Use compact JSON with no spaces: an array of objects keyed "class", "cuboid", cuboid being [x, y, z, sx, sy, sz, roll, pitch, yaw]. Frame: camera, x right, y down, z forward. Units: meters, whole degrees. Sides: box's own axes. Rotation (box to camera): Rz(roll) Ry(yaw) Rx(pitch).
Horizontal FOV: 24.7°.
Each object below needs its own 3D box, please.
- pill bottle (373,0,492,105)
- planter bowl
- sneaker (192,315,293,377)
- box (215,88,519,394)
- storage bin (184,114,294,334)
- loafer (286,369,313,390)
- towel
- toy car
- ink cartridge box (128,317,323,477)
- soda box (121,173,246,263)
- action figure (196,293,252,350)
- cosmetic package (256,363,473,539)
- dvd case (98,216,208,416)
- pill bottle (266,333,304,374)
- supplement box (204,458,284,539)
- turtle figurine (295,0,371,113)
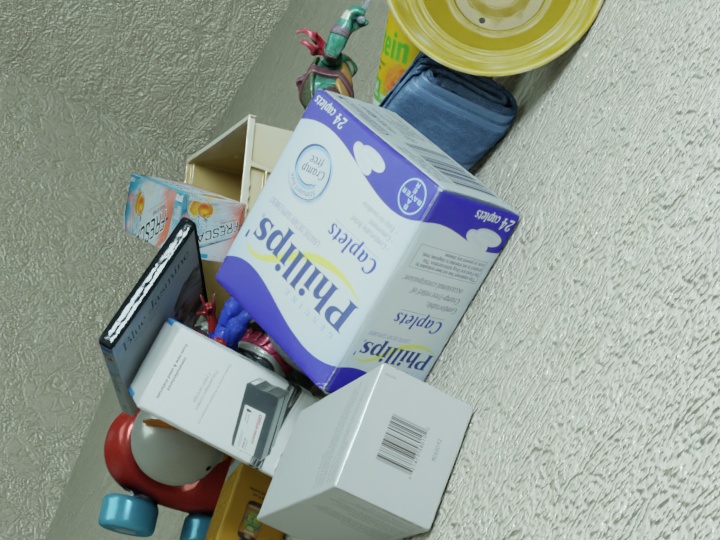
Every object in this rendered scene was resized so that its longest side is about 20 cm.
[{"class":"pill bottle","cuboid":[0.081,-0.241,1.576,0.111,0.111,0.200,-95,15,-69]},{"class":"planter bowl","cuboid":[0.121,-0.264,1.459,0.201,0.200,0.083,-64,-8,0]},{"class":"sneaker","cuboid":[-0.166,0.089,1.705,0.200,0.081,0.075,12,58,36]},{"class":"box","cuboid":[0.001,-0.019,1.389,0.184,0.105,0.200,43,111,41]},{"class":"storage bin","cuboid":[-0.120,-0.036,1.734,0.200,0.094,0.199,158,120,-63]},{"class":"loafer","cuboid":[-0.055,0.086,1.743,0.070,0.075,0.200,-39,2,-31]},{"class":"towel","cuboid":[0.053,-0.116,1.543,0.200,0.112,0.049,-49,25,40]},{"class":"toy car","cuboid":[-0.174,0.185,1.712,0.200,0.177,0.185,129,155,-70]},{"class":"ink cartridge box","cuboid":[-0.102,0.128,1.501,0.084,0.200,0.145,-61,11,-4]},{"class":"soda box","cuboid":[-0.183,-0.054,1.679,0.200,0.068,0.064,-160,80,-66]},{"class":"action figure","cuboid":[-0.130,0.059,1.599,0.200,0.052,0.065,-64,32,34]},{"class":"cosmetic package","cuboid":[-0.001,0.152,1.286,0.108,0.085,0.200,-68,12,-21]},{"class":"dvd case","cuboid":[-0.192,0.047,1.561,0.143,0.018,0.200,-57,-11,-20]},{"class":"pill bottle","cuboid":[0.000,0.000,1.543,0.200,0.113,0.113,-57,13,30]},{"class":"supplement box","cuboid":[-0.107,0.239,1.613,0.069,0.066,0.200,-50,17,49]},{"class":"turtle figurine","cuboid":[-0.015,-0.180,1.670,0.101,0.150,0.200,-15,34,20]}]
